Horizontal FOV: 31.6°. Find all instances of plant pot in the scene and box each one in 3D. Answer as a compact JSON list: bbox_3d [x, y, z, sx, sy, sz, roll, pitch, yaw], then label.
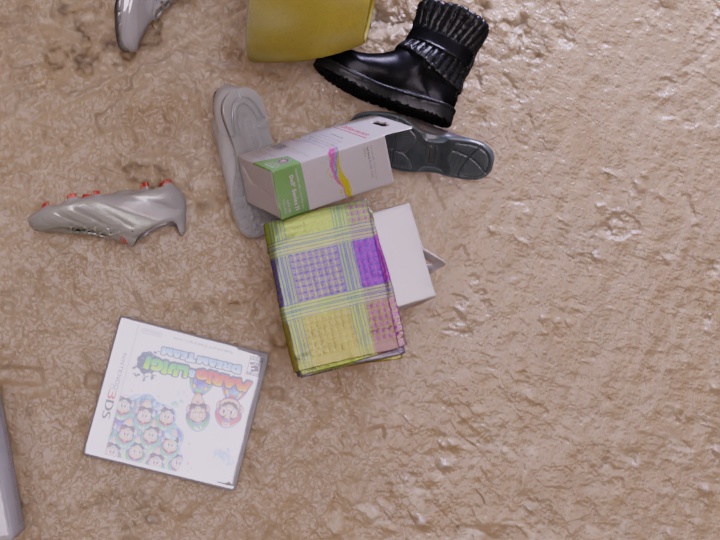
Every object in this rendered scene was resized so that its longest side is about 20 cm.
[{"bbox_3d":[-0.054,-0.350,1.615,0.141,0.200,0.201,12,82,1],"label":"plant pot"}]

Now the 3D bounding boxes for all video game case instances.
[{"bbox_3d":[-0.235,0.171,1.634,0.199,0.024,0.183,15,82,-7],"label":"video game case"}]

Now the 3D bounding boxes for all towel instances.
[{"bbox_3d":[-0.033,0.024,1.552,0.143,0.023,0.201,-13,86,-9],"label":"towel"}]

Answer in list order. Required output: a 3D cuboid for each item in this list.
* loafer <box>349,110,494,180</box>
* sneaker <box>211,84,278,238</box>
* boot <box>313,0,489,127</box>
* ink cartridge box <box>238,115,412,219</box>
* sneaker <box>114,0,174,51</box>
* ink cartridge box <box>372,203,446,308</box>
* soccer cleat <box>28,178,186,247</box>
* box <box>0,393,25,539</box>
[{"bbox_3d":[0.082,-0.167,1.706,0.199,0.063,0.072,17,109,7],"label":"loafer"},{"bbox_3d":[-0.151,-0.142,1.660,0.076,0.080,0.201,-14,106,-29],"label":"sneaker"},{"bbox_3d":[0.055,-0.296,1.700,0.211,0.079,0.158,20,84,-11],"label":"boot"},{"bbox_3d":[-0.039,-0.133,1.608,0.199,0.117,0.068,-20,112,-22],"label":"ink cartridge box"},{"bbox_3d":[-0.264,-0.375,1.656,0.087,0.075,0.201,19,82,-11],"label":"sneaker"},{"bbox_3d":[0.000,0.000,1.636,0.199,0.129,0.126,-16,86,-11],"label":"ink cartridge box"},{"bbox_3d":[-0.320,-0.064,1.625,0.199,0.069,0.078,-10,89,-13],"label":"soccer cleat"},{"bbox_3d":[-0.518,0.241,1.508,0.198,0.171,0.201,-11,86,-10],"label":"box"}]
